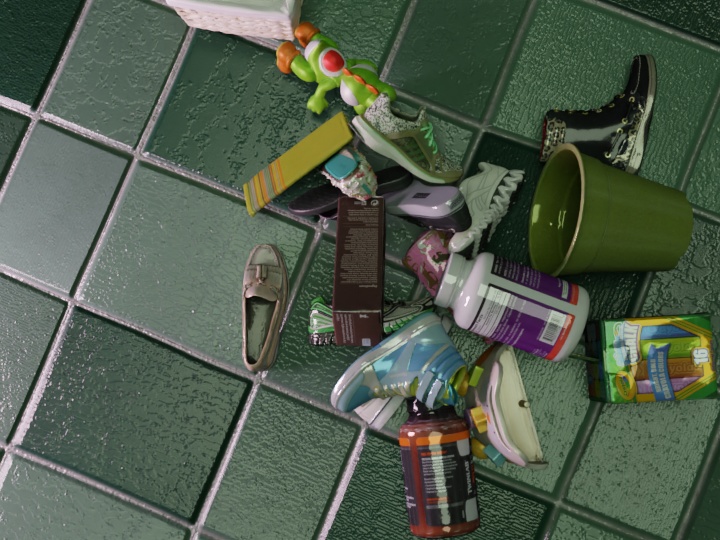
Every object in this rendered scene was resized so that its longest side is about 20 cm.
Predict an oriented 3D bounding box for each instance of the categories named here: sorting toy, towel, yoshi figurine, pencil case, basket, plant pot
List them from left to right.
[{"bbox_3d":[-0.186,-0.446,1.330,0.199,0.123,0.136,9,85,3],"label":"basket"},{"bbox_3d":[-0.095,-0.161,1.303,0.200,0.086,0.018,-35,128,14],"label":"towel"},{"bbox_3d":[-0.028,-0.296,1.336,0.200,0.112,0.113,36,124,17],"label":"yoshi figurine"},{"bbox_3d":[0.155,0.018,1.293,0.200,0.087,0.083,43,131,6],"label":"pencil case"},{"bbox_3d":[0.202,0.202,1.224,0.107,0.180,0.201,-15,84,1],"label":"sorting toy"},{"bbox_3d":[0.370,-0.072,1.255,0.189,0.200,0.201,8,85,-10],"label":"plant pot"}]

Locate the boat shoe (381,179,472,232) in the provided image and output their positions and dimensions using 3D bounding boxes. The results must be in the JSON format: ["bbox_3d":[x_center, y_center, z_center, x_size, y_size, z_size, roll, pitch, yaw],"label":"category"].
[{"bbox_3d":[0.092,-0.090,1.265,0.069,0.200,0.057,-40,114,-16],"label":"boat shoe"}]

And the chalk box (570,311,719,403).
[{"bbox_3d":[0.397,0.130,1.251,0.199,0.125,0.124,-4,84,3],"label":"chalk box"}]

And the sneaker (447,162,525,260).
[{"bbox_3d":[0.173,-0.090,1.284,0.081,0.075,0.200,28,53,14],"label":"sneaker"}]

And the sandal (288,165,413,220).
[{"bbox_3d":[-0.014,-0.108,1.317,0.200,0.075,0.048,-14,118,11],"label":"sandal"}]

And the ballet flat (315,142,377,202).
[{"bbox_3d":[-0.025,-0.156,1.288,0.076,0.200,0.064,-41,121,9],"label":"ballet flat"}]

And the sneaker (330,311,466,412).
[{"bbox_3d":[0.062,0.164,1.212,0.200,0.080,0.131,-40,66,4],"label":"sneaker"}]

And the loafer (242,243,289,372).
[{"bbox_3d":[-0.150,0.056,1.311,0.072,0.063,0.201,3,85,4],"label":"loafer"}]

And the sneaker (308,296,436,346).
[{"bbox_3d":[0.016,0.061,1.297,0.199,0.078,0.085,-8,84,2],"label":"sneaker"}]

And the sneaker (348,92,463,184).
[{"bbox_3d":[0.085,-0.198,1.280,0.200,0.077,0.089,24,116,-26],"label":"sneaker"}]

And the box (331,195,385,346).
[{"bbox_3d":[0.000,0.000,1.246,0.075,0.100,0.200,-1,56,2],"label":"box"}]

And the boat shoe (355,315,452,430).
[{"bbox_3d":[0.059,0.142,1.295,0.070,0.071,0.200,36,94,2],"label":"boat shoe"}]

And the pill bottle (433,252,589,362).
[{"bbox_3d":[0.208,0.045,1.193,0.200,0.112,0.113,21,86,2],"label":"pill bottle"}]

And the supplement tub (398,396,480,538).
[{"bbox_3d":[0.114,0.282,1.257,0.107,0.107,0.201,-7,85,2],"label":"supplement tub"}]

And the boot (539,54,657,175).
[{"bbox_3d":[0.364,-0.244,1.313,0.153,0.073,0.204,11,84,6],"label":"boot"}]
